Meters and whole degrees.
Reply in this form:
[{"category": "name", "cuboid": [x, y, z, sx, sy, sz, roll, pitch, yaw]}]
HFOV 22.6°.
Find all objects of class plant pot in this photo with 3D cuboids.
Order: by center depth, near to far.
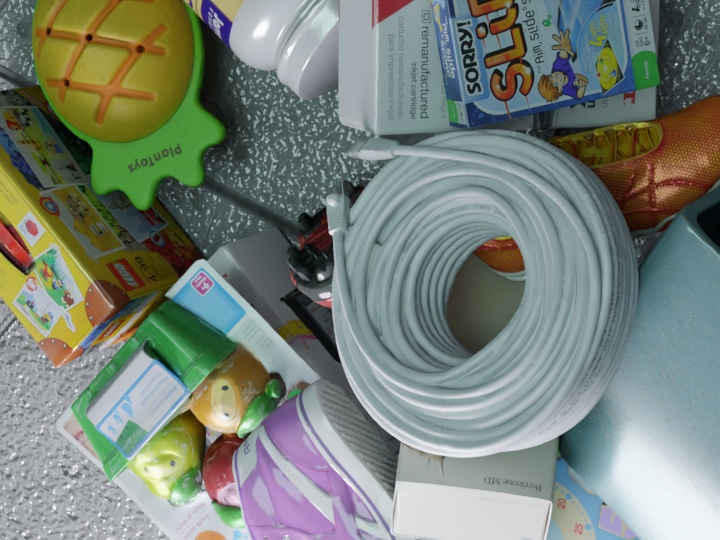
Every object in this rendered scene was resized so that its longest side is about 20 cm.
[{"category": "plant pot", "cuboid": [0.241, 0.079, 1.151, 0.196, 0.195, 0.200, 46, 120, 11]}]

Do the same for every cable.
[{"category": "cable", "cuboid": [0.071, 0.014, 1.095, 0.198, 0.069, 0.202, -4, 78, 34]}]

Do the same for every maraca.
[{"category": "maraca", "cuboid": [-0.174, -0.147, 1.346, 0.136, 0.107, 0.202, -23, 84, 18]}]

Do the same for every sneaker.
[{"category": "sneaker", "cuboid": [0.155, -0.058, 1.152, 0.199, 0.077, 0.073, -28, 43, 13]}, {"category": "sneaker", "cuboid": [-0.007, 0.182, 1.221, 0.114, 0.073, 0.201, -38, 86, 19]}, {"category": "sneaker", "cuboid": [0.000, 0.000, 1.256, 0.071, 0.200, 0.098, -36, 98, 7]}]

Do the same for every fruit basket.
[{"category": "fruit basket", "cuboid": [-0.101, 0.123, 1.280, 0.200, 0.094, 0.185, 47, 115, 7]}]

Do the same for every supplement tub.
[{"category": "supplement tub", "cuboid": [-0.067, -0.233, 1.260, 0.200, 0.145, 0.146, 46, 115, 12]}]

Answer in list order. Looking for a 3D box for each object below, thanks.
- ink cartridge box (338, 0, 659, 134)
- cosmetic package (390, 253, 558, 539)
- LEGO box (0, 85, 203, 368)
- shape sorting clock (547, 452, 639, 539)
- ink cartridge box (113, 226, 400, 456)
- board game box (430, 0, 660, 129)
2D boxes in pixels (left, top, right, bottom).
[{"category": "ink cartridge box", "cuboid": [0.091, -0.166, 1.170, 0.198, 0.084, 0.146, -3, 101, -18]}, {"category": "cosmetic package", "cuboid": [0.081, 0.077, 1.190, 0.102, 0.201, 0.073, 6, 143, 2]}, {"category": "LEGO box", "cuboid": [-0.229, -0.039, 1.373, 0.077, 0.149, 0.200, -44, 80, 25]}, {"category": "shape sorting clock", "cuboid": [0.121, 0.198, 1.310, 0.198, 0.039, 0.202, 5, 102, 25]}, {"category": "ink cartridge box", "cuboid": [-0.068, 0.093, 1.357, 0.148, 0.086, 0.200, -43, 82, 26]}, {"category": "board game box", "cuboid": [0.104, -0.199, 1.104, 0.134, 0.034, 0.202, -14, 103, -15]}]
